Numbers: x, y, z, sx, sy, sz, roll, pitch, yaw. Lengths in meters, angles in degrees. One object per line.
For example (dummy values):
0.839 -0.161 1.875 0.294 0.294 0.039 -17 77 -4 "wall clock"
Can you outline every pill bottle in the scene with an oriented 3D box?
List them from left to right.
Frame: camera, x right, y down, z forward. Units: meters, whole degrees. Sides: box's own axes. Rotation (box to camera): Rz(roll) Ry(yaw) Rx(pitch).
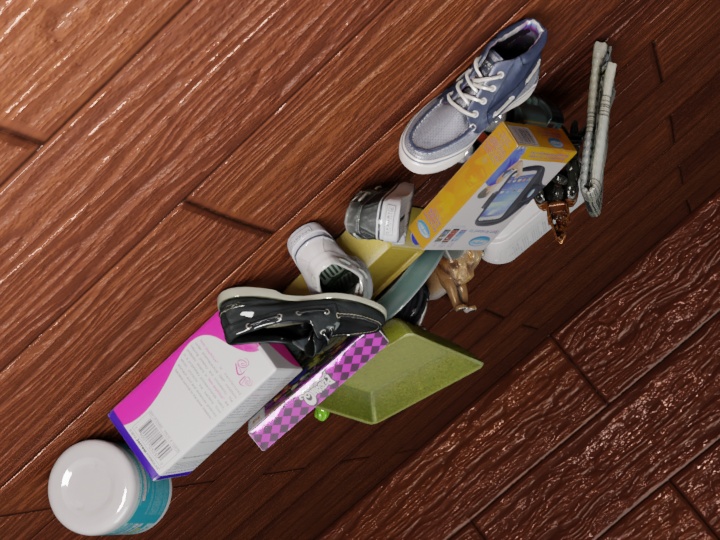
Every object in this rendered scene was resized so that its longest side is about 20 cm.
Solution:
-0.299 0.270 1.584 0.110 0.111 0.200 -39 165 1 "pill bottle"

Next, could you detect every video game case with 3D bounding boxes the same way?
-0.056 0.126 1.590 0.199 0.036 0.181 -41 -171 2 "video game case"

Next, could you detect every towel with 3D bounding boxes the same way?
0.316 -0.181 1.680 0.034 0.203 0.192 5 173 14 "towel"

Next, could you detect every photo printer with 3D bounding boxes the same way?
0.257 -0.090 1.967 0.199 0.070 0.166 -40 165 2 "photo printer"

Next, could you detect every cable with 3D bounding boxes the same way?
0.033 0.072 1.808 0.163 0.051 0.200 -42 -175 -4 "cable"

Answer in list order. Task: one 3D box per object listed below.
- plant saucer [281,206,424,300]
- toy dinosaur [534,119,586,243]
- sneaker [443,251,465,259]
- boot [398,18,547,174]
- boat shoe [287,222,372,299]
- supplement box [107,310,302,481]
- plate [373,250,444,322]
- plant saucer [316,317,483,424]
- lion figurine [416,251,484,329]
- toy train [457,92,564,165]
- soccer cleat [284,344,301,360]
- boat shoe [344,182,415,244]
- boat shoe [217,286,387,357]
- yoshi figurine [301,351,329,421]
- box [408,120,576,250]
0.000 0.000 1.649 0.200 0.049 0.199 -44 164 15 "plant saucer"
0.263 -0.122 1.709 0.101 0.201 0.137 -23 137 -4 "toy dinosaur"
0.164 -0.094 1.757 0.080 0.071 0.200 -40 174 -34 "sneaker"
0.118 -0.190 1.361 0.200 0.073 0.091 -42 161 -24 "boot"
-0.029 0.017 1.498 0.073 0.067 0.200 -37 150 7 "boat shoe"
-0.182 0.143 1.519 0.200 0.102 0.103 -42 165 11 "supplement box"
0.040 0.025 1.758 0.200 0.026 0.200 -44 -171 9 "plate"
0.035 0.130 1.723 0.199 0.048 0.199 -30 150 24 "plant saucer"
0.108 0.020 1.908 0.199 0.124 0.072 -29 161 32 "lion figurine"
0.173 -0.163 1.543 0.115 0.085 0.199 -58 157 17 "toy train"
-0.136 0.115 1.608 0.080 0.068 0.200 -18 161 -40 "soccer cleat"
0.021 -0.069 1.458 0.200 0.070 0.073 -15 115 -83 "boat shoe"
-0.064 0.065 1.447 0.196 0.067 0.075 8 148 -20 "boat shoe"
-0.094 0.163 1.792 0.111 0.113 0.200 -24 -172 34 "yoshi figurine"
0.144 -0.085 1.466 0.118 0.042 0.200 -1 140 -47 "box"
